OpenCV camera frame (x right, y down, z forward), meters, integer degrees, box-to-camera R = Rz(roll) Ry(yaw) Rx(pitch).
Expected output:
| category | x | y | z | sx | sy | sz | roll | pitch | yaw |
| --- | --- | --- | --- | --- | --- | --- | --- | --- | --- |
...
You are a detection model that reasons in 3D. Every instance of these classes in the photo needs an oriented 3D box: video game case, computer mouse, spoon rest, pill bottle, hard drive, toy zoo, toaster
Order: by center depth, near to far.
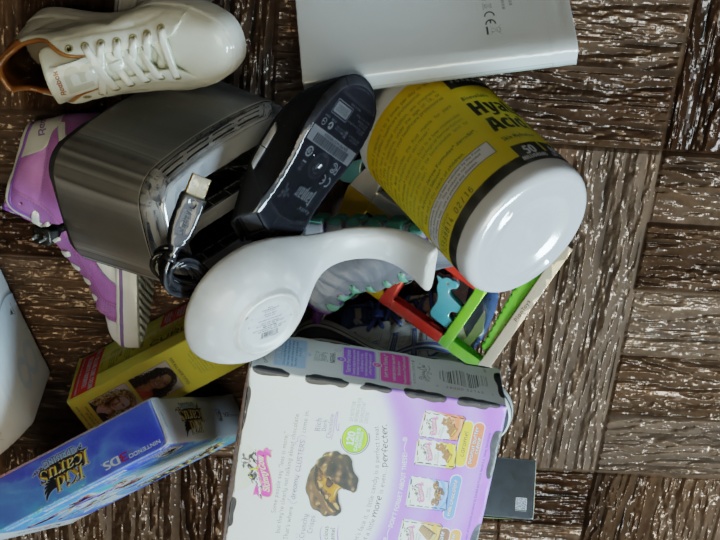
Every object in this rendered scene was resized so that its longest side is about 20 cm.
| category | x | y | z | sx | sy | sz | roll | pitch | yaw |
| --- | --- | --- | --- | --- | --- | --- | --- | --- | --- |
| computer mouse | -0.076 | -0.064 | 0.963 | 0.140 | 0.046 | 0.201 | 19 | 103 | -57 |
| spoon rest | -0.041 | 0.010 | 0.997 | 0.198 | 0.061 | 0.100 | -16 | 133 | -29 |
| hard drive | 0.051 | -0.200 | 1.014 | 0.197 | 0.134 | 0.026 | -7 | 155 | 2 |
| pill bottle | 0.067 | -0.086 | 1.028 | 0.110 | 0.200 | 0.112 | -25 | 142 | -22 |
| toaster | -0.137 | -0.066 | 1.030 | 0.128 | 0.199 | 0.115 | 17 | 129 | 40 |
| toy zoo | 0.057 | -0.024 | 1.132 | 0.199 | 0.020 | 0.132 | 35 | 105 | 5 |
| video game case | -0.217 | 0.169 | 1.186 | 0.198 | 0.181 | 0.046 | -27 | 80 | 13 |

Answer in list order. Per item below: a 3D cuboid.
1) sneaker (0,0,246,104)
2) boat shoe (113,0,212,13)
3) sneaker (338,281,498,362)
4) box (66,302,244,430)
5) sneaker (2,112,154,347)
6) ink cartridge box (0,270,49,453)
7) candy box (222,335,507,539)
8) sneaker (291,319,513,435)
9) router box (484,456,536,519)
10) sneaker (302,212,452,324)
| category | x | y | z | sx | sy | sz | roll | pitch | yaw |
| --- | --- | --- | --- | --- | --- | --- | --- | --- | --- |
| sneaker | -0.179 | -0.150 | 1.010 | 0.198 | 0.085 | 0.073 | 1 | 127 | 27 |
| boat shoe | -0.127 | -0.229 | 1.020 | 0.071 | 0.066 | 0.201 | 29 | 115 | -18 |
| sneaker | 0.026 | 0.058 | 1.187 | 0.199 | 0.076 | 0.088 | -38 | 114 | 17 |
| box | -0.154 | 0.069 | 1.187 | 0.198 | 0.076 | 0.050 | -28 | 116 | 14 |
| sneaker | -0.231 | -0.031 | 1.133 | 0.113 | 0.073 | 0.203 | -3 | 110 | 4 |
| ink cartridge box | -0.316 | 0.080 | 1.111 | 0.047 | 0.201 | 0.162 | -14 | 120 | 6 |
| candy box | 0.000 | 0.149 | 1.075 | 0.197 | 0.072 | 0.170 | 9 | 112 | -4 |
| sneaker | 0.028 | 0.107 | 1.136 | 0.197 | 0.080 | 0.079 | 18 | 113 | 2 |
| router box | 0.041 | 0.186 | 1.217 | 0.197 | 0.157 | 0.053 | 6 | 80 | -6 |
| sneaker | 0.000 | 0.000 | 1.098 | 0.197 | 0.074 | 0.089 | 4 | 98 | 13 |
